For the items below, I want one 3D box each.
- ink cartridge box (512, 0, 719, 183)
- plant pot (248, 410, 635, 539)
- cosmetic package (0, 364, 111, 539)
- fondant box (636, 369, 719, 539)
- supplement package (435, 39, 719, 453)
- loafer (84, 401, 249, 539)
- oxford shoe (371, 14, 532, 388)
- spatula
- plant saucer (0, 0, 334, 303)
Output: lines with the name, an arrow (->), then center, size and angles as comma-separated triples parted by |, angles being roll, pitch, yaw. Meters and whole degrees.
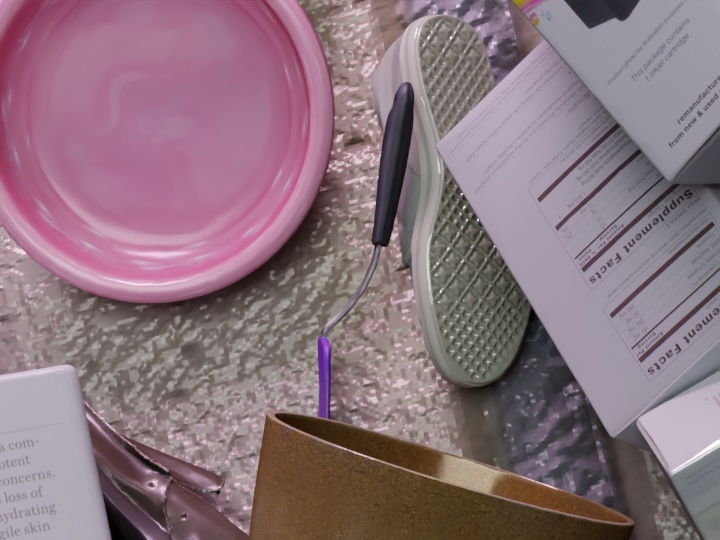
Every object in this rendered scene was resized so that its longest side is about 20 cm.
ink cartridge box -> 0.141, -0.140, 1.324 | 0.083, 0.146, 0.200 | -48, 68, 24
plant pot -> 0.017, 0.190, 1.345 | 0.186, 0.186, 0.201 | 16, 90, 18
cosmetic package -> -0.213, 0.170, 1.356 | 0.167, 0.166, 0.201 | -8, 77, -20
fondant box -> 0.238, 0.118, 1.299 | 0.144, 0.200, 0.058 | -31, 28, 1
supplement package -> 0.145, -0.013, 1.366 | 0.110, 0.114, 0.200 | -44, 51, 20
loafer -> -0.106, 0.130, 1.448 | 0.071, 0.073, 0.200 | -29, 61, -35
oxford shoe -> 0.046, -0.034, 1.468 | 0.058, 0.075, 0.201 | -25, 69, 53
spatula -> 0.000, 0.000, 1.440 | 0.020, 0.057, 0.201 | 16, 92, -6
plant saucer -> -0.110, -0.085, 1.492 | 0.200, 0.051, 0.201 | 1, 97, 8
